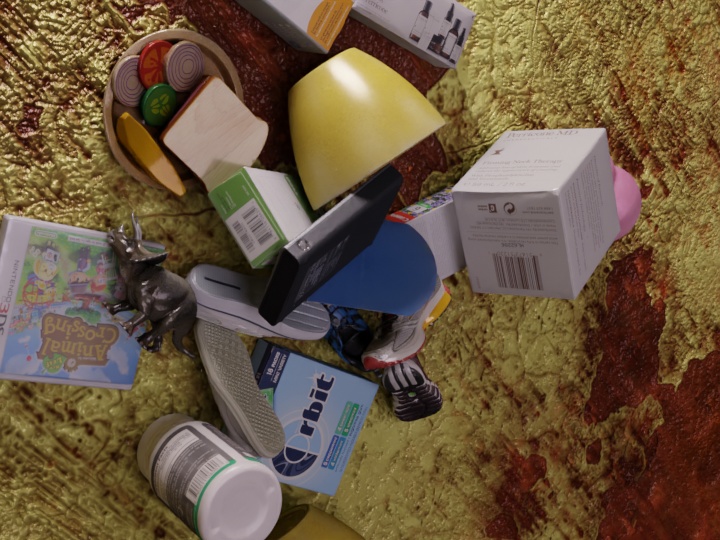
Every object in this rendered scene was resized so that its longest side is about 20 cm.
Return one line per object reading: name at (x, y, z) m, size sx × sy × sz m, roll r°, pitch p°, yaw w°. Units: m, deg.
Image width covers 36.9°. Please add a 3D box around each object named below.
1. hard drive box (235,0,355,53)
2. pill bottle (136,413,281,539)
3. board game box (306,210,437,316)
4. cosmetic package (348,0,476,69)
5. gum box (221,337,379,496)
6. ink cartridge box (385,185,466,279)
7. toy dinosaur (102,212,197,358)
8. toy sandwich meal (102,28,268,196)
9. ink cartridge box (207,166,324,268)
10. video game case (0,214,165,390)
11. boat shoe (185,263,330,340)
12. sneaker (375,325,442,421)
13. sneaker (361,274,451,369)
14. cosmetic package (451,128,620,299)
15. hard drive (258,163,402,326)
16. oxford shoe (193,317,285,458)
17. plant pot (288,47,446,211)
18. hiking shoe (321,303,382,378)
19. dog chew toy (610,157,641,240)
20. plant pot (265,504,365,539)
hard drive box at (-0.090, -0.380, 1.281) m, size 0.199 × 0.076 × 0.158 m, roll 32°, pitch 84°, yaw -38°
pill bottle at (-0.190, 0.253, 1.317) m, size 0.112 × 0.199 × 0.115 m, roll -11°, pitch 110°, yaw -33°
board game box at (0.000, 0.000, 1.407) m, size 0.196 × 0.160 × 0.039 m, roll 9°, pitch 138°, yaw -5°
cosmetic package at (0.061, -0.344, 1.422) m, size 0.198 × 0.050 × 0.084 m, roll 20°, pitch 91°, yaw -39°
gum box at (-0.086, 0.204, 1.480) m, size 0.198 × 0.044 × 0.172 m, roll 23°, pitch 89°, yaw -39°
ink cartridge box at (0.079, -0.033, 1.531) m, size 0.198 × 0.050 × 0.111 m, roll -26°, pitch 118°, yaw -28°
toy dinosaur at (-0.234, 0.040, 1.272) m, size 0.102 × 0.077 × 0.201 m, roll -45°, pitch 123°, yaw -9°
toy sandwich meal at (-0.203, -0.178, 1.260) m, size 0.203 × 0.070 × 0.209 m, roll -12°, pitch 111°, yaw -34°
ink cartridge box at (-0.101, -0.062, 1.323) m, size 0.059 × 0.105 × 0.200 m, roll -34°, pitch 172°, yaw 15°
video game case at (-0.337, 0.042, 1.257) m, size 0.198 × 0.022 × 0.185 m, roll 10°, pitch 97°, yaw -39°
boat shoe at (-0.136, 0.046, 1.370) m, size 0.198 × 0.067 × 0.074 m, roll 23°, pitch 48°, yaw -21°
sneaker at (0.068, 0.136, 1.563) m, size 0.074 × 0.117 × 0.201 m, roll -14°, pitch 151°, yaw 3°
sneaker at (0.049, 0.059, 1.441) m, size 0.083 × 0.077 × 0.201 m, roll 59°, pitch 40°, yaw -20°
cosmetic package at (0.253, -0.084, 1.534) m, size 0.200 × 0.165 × 0.169 m, roll -46°, pitch 129°, yaw -46°
hard drive at (-0.034, -0.031, 1.303) m, size 0.200 × 0.033 × 0.140 m, roll -41°, pitch 166°, yaw -36°
oxford shoe at (-0.164, 0.151, 1.372) m, size 0.075 × 0.057 × 0.202 m, roll -29°, pitch 93°, yaw -49°
plant pot at (-0.013, -0.188, 1.345) m, size 0.199 × 0.200 × 0.143 m, roll -35°, pitch 94°, yaw -23°
hiking shoe at (-0.031, 0.058, 1.445) m, size 0.074 × 0.087 × 0.200 m, roll -45°, pitch 125°, yaw -5°
dog chew toy at (0.346, -0.135, 1.661) m, size 0.200 × 0.124 × 0.125 m, roll 46°, pitch 76°, yaw -29°
plant pot at (-0.074, 0.407, 1.470) m, size 0.199 × 0.199 × 0.143 m, roll -35°, pitch 97°, yaw -24°
